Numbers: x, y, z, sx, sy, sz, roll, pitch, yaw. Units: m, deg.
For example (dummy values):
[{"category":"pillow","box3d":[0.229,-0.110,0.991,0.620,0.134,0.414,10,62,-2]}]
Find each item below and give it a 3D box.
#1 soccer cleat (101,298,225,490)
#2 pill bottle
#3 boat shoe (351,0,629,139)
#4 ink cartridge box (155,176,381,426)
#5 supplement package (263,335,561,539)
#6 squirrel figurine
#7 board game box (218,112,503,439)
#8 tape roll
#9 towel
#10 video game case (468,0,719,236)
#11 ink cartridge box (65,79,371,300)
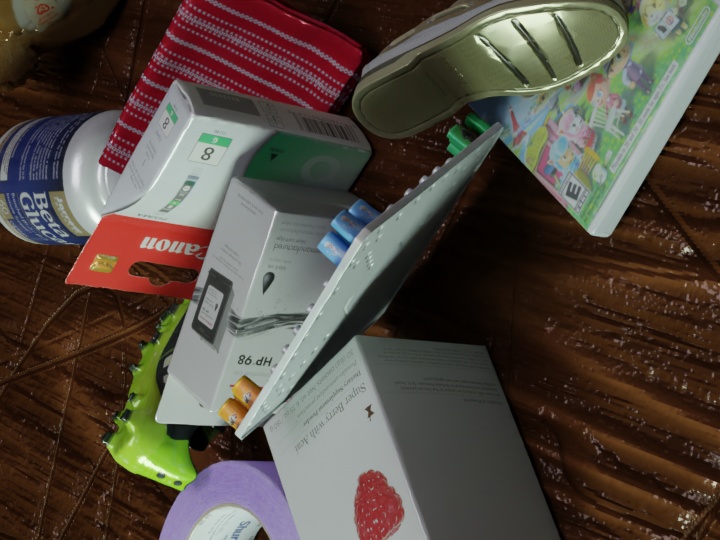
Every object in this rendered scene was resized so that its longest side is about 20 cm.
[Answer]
[{"category":"soccer cleat","box3d":[-0.140,0.092,1.602,0.068,0.081,0.200,-45,17,37]},{"category":"pill bottle","box3d":[-0.218,-0.077,1.712,0.200,0.111,0.111,0,85,51]},{"category":"boat shoe","box3d":[0.084,-0.152,1.344,0.200,0.075,0.068,-16,38,30]},{"category":"ink cartridge box","box3d":[-0.063,0.039,1.505,0.067,0.116,0.200,36,113,46]},{"category":"supplement package","box3d":[0.039,0.160,1.359,0.121,0.120,0.200,-46,52,37]},{"category":"squirrel figurine","box3d":[-0.320,-0.265,1.849,0.200,0.141,0.187,-61,38,22]},{"category":"board game box","box3d":[0.000,0.000,1.363,0.026,0.200,0.200,39,128,9]},{"category":"tape roll","box3d":[-0.075,0.243,1.532,0.200,0.066,0.200,-8,80,50]},{"category":"towel","box3d":[-0.097,-0.125,1.562,0.200,0.145,0.022,-57,8,29]},{"category":"video game case","box3d":[0.154,-0.154,1.338,0.182,0.022,0.200,52,124,41]},{"category":"ink cartridge box","box3d":[-0.108,-0.041,1.534,0.200,0.161,0.050,-58,42,28]}]
